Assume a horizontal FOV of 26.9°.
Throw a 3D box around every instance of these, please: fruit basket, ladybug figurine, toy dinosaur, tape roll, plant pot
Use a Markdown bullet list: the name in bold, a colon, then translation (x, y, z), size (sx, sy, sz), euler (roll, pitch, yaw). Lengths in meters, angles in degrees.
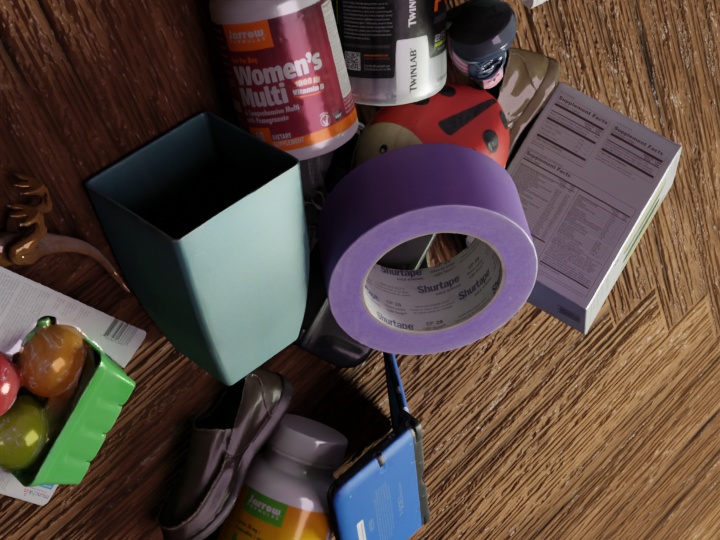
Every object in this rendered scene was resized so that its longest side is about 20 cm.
- **fruit basket**: translation (-0.302, 0.098, 1.288), size (0.199, 0.094, 0.186), euler (28, 93, -39)
- **ladybug figurine**: translation (0.080, -0.127, 1.485), size (0.200, 0.136, 0.072), euler (-38, 170, -41)
- **toy dinosaur**: translation (-0.284, -0.024, 1.289), size (0.199, 0.061, 0.107), euler (-9, 139, -36)
- **tape roll**: translation (0.061, -0.017, 1.415), size (0.198, 0.085, 0.201), euler (-6, 137, -5)
- **plant pot**: translation (-0.133, -0.007, 1.368), size (0.141, 0.141, 0.201), euler (-34, 133, -28)

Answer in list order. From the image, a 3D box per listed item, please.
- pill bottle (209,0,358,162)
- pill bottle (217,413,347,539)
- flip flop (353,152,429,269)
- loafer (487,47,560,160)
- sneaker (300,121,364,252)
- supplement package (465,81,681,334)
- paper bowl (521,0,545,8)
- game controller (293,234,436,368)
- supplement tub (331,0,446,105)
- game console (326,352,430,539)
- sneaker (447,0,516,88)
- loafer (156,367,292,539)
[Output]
- **pill bottle**: translation (-0.074, -0.207, 1.350), size (0.109, 0.109, 0.202), euler (-29, 117, -31)
- **pill bottle**: translation (-0.082, 0.255, 1.537), size (0.111, 0.111, 0.202), euler (13, 98, -45)
- **flip flop**: translation (0.028, -0.042, 1.554), size (0.080, 0.058, 0.202), euler (-5, 100, 2)
- **loafer**: translation (0.134, -0.152, 1.603), size (0.067, 0.076, 0.201), euler (32, 91, -10)
- **sneaker**: translation (-0.054, -0.065, 1.451), size (0.074, 0.082, 0.202), euler (8, 102, -44)
- **supplement package**: translation (0.230, -0.064, 1.630), size (0.201, 0.150, 0.152), euler (-59, 167, -7)
- **paper bowl**: translation (0.129, -0.345, 1.433), size (0.104, 0.201, 0.201), euler (-26, 128, 1)
- **game controller**: translation (0.000, 0.000, 1.518), size (0.104, 0.042, 0.201), euler (26, 100, -19)
- **supplement tub**: translation (0.020, -0.266, 1.410), size (0.122, 0.122, 0.202), euler (-21, 121, -35)
- **game console**: translation (0.008, 0.197, 1.564), size (0.170, 0.118, 0.201), euler (-38, 147, -22)
- **sneaker**: translation (0.124, -0.216, 1.472), size (0.070, 0.200, 0.083), euler (-24, 106, 4)
- **loafer**: translation (-0.147, 0.176, 1.483), size (0.071, 0.073, 0.201), euler (39, 74, -34)
